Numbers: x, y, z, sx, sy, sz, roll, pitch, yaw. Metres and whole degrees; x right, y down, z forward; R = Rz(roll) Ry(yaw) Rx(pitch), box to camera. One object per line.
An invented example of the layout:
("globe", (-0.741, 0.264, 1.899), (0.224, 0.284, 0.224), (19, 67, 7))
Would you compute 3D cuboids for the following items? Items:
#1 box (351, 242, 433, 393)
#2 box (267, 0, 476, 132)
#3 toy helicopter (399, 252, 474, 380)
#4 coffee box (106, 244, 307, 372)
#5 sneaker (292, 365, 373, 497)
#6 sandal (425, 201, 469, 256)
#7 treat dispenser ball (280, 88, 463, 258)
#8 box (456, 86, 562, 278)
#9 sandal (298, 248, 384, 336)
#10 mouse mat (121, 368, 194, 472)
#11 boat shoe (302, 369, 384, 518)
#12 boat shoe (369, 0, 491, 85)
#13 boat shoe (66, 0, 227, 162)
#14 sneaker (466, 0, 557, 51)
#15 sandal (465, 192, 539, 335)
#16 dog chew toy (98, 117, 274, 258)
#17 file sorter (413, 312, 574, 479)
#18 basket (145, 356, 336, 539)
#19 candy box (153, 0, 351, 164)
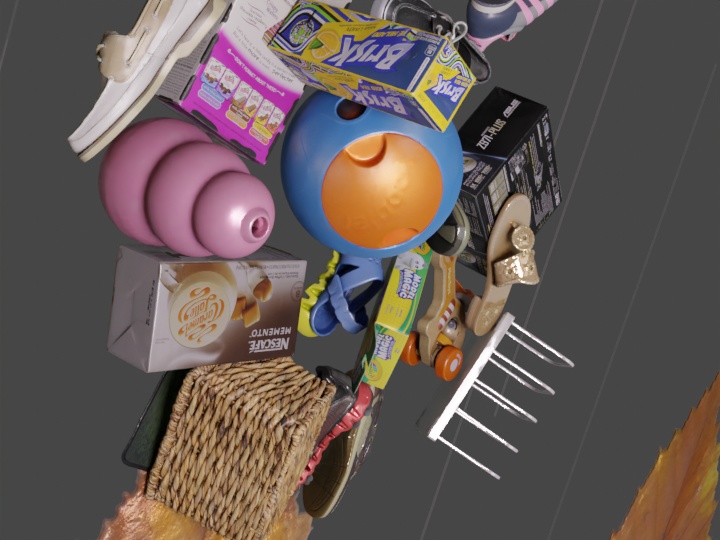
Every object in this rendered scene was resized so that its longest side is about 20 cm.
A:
("box", (0.040, 0.050, 1.281), (0.118, 0.048, 0.201), (112, 0, -49))
("box", (0.008, -0.199, 1.012), (0.065, 0.199, 0.070), (-59, 141, -7))
("toy helicopter", (0.121, 0.041, 1.444), (0.132, 0.079, 0.201), (-31, 130, -42))
("coffee box", (-0.160, 0.035, 1.126), (0.199, 0.079, 0.115), (-1, 104, -47))
("sneaker", (-0.077, 0.199, 1.313), (0.201, 0.071, 0.098), (-48, 120, -3))
("sandal", (0.091, -0.090, 1.269), (0.057, 0.202, 0.080), (1, 135, -26))
("treat dispenser ball", (0.012, -0.114, 1.153), (0.200, 0.200, 0.202), (-23, 125, -39))
("box", (0.181, -0.111, 1.405), (0.164, 0.086, 0.200), (-51, 148, -18))
("sandal", (0.000, 0.000, 1.285), (0.079, 0.087, 0.201), (29, 84, -48))
("mouse mat", (-0.178, 0.150, 1.225), (0.161, 0.008, 0.201), (32, 83, -50))
("boat shoe", (-0.015, 0.231, 1.393), (0.066, 0.072, 0.202), (18, 91, -45))
("boat shoe", (0.089, -0.271, 1.262), (0.199, 0.068, 0.074), (31, 84, -50))
("boat shoe", (-0.212, -0.194, 0.978), (0.068, 0.075, 0.200), (40, 84, -21))
("sneaker", (0.205, -0.344, 1.367), (0.199, 0.070, 0.082), (-27, 144, -34))
("sandal", (0.202, 0.006, 1.380), (0.077, 0.070, 0.213), (-16, 132, -42))
("dog chew toy", (-0.157, -0.069, 0.990), (0.124, 0.199, 0.125), (-24, 126, -38))
("file sorter", (0.187, 0.177, 1.489), (0.201, 0.124, 0.139), (-56, -178, -5))
("basket", (-0.132, 0.188, 1.206), (0.201, 0.148, 0.143), (-69, 170, 27))
("candy box", (-0.109, -0.229, 1.072), (0.136, 0.061, 0.201), (34, 83, -50))
